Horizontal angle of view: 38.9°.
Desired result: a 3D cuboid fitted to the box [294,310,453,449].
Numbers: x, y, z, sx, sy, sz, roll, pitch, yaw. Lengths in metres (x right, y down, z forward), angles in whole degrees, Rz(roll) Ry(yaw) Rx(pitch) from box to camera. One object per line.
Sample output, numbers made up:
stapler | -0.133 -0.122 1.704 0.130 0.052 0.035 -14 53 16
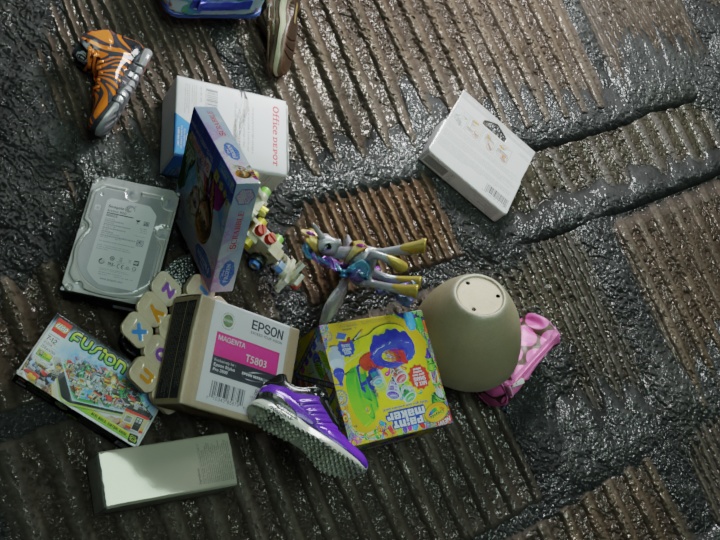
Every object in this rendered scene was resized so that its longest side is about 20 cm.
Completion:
box | 0.015 0.184 1.643 0.198 0.122 0.195 -8 75 -32

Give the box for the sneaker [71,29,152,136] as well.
sneaker | -0.418 -0.305 1.630 0.111 0.078 0.201 27 48 -13

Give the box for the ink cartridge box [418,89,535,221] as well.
ink cartridge box | 0.230 -0.223 1.986 0.199 0.045 0.177 38 56 -12

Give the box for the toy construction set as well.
toy construction set | -0.158 -0.057 1.627 0.092 0.130 0.201 -41 105 -39

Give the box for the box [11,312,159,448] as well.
box | -0.384 0.163 1.468 0.199 0.035 0.111 35 56 -14

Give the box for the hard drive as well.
hard drive | -0.359 -0.040 1.542 0.138 0.038 0.202 12 62 -4

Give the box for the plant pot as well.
plant pot | 0.189 0.084 1.733 0.198 0.135 0.202 5 48 -6

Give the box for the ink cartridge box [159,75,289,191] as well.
ink cartridge box | -0.225 -0.221 1.693 0.198 0.084 0.146 9 66 -26

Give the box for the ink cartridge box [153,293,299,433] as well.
ink cartridge box | -0.195 0.142 1.522 0.199 0.075 0.167 23 69 -40

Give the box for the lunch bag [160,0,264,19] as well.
lunch bag | -0.266 -0.515 1.781 0.198 0.083 0.162 -11 63 -33

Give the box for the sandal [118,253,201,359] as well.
sandal | -0.298 0.050 1.565 0.075 0.048 0.201 44 66 -9

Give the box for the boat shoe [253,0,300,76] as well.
boat shoe | -0.156 -0.446 1.850 0.074 0.075 0.205 5 71 10

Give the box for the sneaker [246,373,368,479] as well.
sneaker | -0.062 0.220 1.502 0.199 0.070 0.100 36 49 -5

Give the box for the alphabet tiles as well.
alphabet tiles | -0.266 0.108 1.519 0.196 0.014 0.201 50 52 -28

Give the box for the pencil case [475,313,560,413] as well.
pencil case | 0.283 0.159 1.827 0.200 0.093 0.091 -44 109 -35

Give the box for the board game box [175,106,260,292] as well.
board game box | -0.222 -0.108 1.534 0.041 0.201 0.201 -4 41 -29

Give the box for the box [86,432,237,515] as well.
box | -0.282 0.290 1.455 0.198 0.068 0.083 -2 71 -31

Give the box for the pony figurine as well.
pony figurine | 0.000 0.000 1.652 0.197 0.194 0.168 10 55 6
